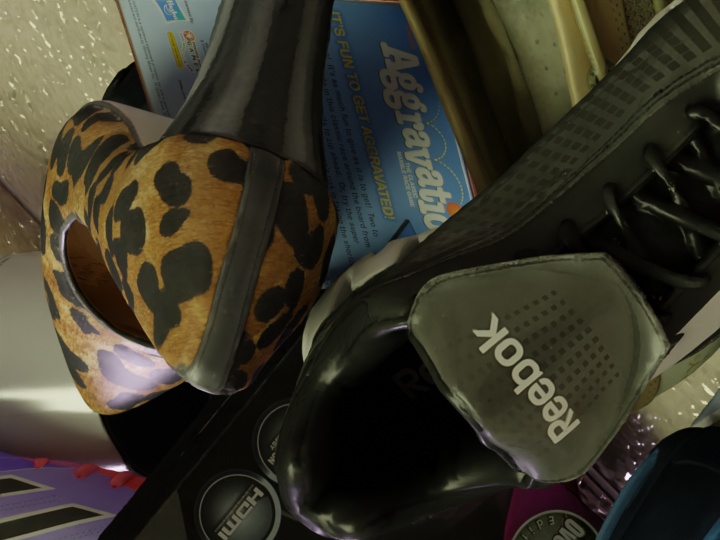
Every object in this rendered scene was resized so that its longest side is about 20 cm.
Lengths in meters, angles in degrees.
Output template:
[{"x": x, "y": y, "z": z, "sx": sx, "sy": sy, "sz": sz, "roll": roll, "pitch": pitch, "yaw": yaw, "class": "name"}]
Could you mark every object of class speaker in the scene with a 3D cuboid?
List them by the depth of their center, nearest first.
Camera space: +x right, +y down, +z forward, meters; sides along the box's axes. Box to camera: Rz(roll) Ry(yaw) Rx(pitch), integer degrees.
[{"x": -0.152, "y": 0.038, "z": 0.964, "sx": 0.199, "sy": 0.081, "sz": 0.081, "roll": -7, "pitch": 123, "yaw": 25, "class": "speaker"}]

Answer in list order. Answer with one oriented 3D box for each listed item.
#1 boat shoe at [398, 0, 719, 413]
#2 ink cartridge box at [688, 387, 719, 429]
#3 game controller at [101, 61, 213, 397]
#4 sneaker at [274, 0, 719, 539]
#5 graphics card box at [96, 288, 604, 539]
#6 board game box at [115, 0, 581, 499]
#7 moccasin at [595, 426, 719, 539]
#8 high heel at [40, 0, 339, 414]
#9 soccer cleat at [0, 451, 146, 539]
[{"x": 0.036, "y": -0.058, "z": 0.684, "sx": 0.073, "sy": 0.063, "sz": 0.201, "roll": 10, "pitch": 133, "yaw": 53, "class": "boat shoe"}, {"x": 0.133, "y": 0.073, "z": 0.725, "sx": 0.119, "sy": 0.042, "sz": 0.200, "roll": 46, "pitch": 155, "yaw": 11, "class": "ink cartridge box"}, {"x": -0.015, "y": 0.022, "z": 0.906, "sx": 0.104, "sy": 0.042, "sz": 0.200, "roll": 5, "pitch": 130, "yaw": 37, "class": "game controller"}, {"x": 0.053, "y": 0.001, "z": 0.627, "sx": 0.200, "sy": 0.091, "sz": 0.066, "roll": -37, "pitch": 101, "yaw": 31, "class": "sneaker"}, {"x": 0.023, "y": 0.114, "z": 0.802, "sx": 0.200, "sy": 0.126, "sz": 0.051, "roll": 42, "pitch": 168, "yaw": -9, "class": "graphics card box"}, {"x": 0.000, "y": 0.000, "z": 0.825, "sx": 0.103, "sy": 0.019, "sz": 0.200, "roll": 9, "pitch": 132, "yaw": 31, "class": "board game box"}, {"x": 0.062, "y": 0.133, "z": 0.710, "sx": 0.080, "sy": 0.200, "sz": 0.068, "roll": 26, "pitch": -172, "yaw": -25, "class": "moccasin"}, {"x": -0.054, "y": 0.016, "z": 0.750, "sx": 0.071, "sy": 0.143, "sz": 0.200, "roll": 17, "pitch": 138, "yaw": -9, "class": "high heel"}, {"x": -0.060, "y": 0.091, "z": 0.891, "sx": 0.200, "sy": 0.073, "sz": 0.068, "roll": 31, "pitch": -173, "yaw": 6, "class": "soccer cleat"}]
